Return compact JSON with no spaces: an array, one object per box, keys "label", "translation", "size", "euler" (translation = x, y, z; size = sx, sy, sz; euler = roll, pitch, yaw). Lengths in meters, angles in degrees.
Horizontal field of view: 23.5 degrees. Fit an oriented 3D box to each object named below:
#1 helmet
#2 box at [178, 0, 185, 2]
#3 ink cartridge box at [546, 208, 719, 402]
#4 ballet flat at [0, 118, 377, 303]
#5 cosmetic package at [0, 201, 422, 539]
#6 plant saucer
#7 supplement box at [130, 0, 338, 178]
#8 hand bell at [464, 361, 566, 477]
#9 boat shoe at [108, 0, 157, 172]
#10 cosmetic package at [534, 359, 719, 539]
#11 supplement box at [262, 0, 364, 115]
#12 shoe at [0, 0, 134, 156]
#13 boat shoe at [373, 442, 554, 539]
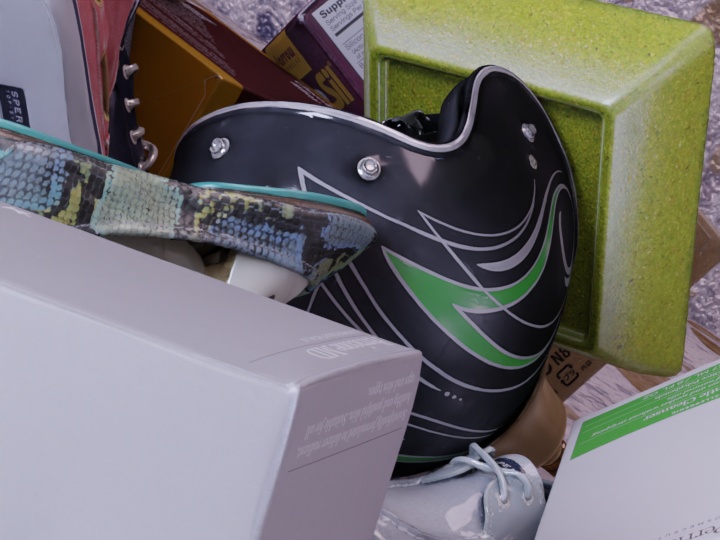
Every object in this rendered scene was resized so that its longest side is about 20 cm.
[{"label":"helmet","translation":[0.000,0.000,0.813],"size":[0.199,0.201,0.191],"euler":[35,41,14]},{"label":"box","translation":[-0.148,-0.223,0.943],"size":[0.078,0.095,0.200],"euler":[36,12,21]},{"label":"ink cartridge box","translation":[0.134,0.011,1.151],"size":[0.075,0.200,0.165],"euler":[46,6,-11]},{"label":"ballet flat","translation":[-0.076,-0.004,0.641],"size":[0.199,0.075,0.074],"euler":[10,21,-38]},{"label":"cosmetic package","translation":[-0.094,0.034,0.492],"size":[0.198,0.091,0.107],"euler":[16,8,17]},{"label":"plant saucer","translation":[0.075,-0.046,0.896],"size":[0.199,0.201,0.048],"euler":[18,35,29]},{"label":"supplement box","translation":[-0.116,-0.076,0.991],"size":[0.197,0.133,0.200],"euler":[38,11,31]},{"label":"hand bell","translation":[0.118,0.114,1.036],"size":[0.200,0.104,0.104],"euler":[43,1,-38]},{"label":"boat shoe","translation":[-0.131,-0.076,0.843],"size":[0.092,0.201,0.075],"euler":[36,-24,-13]},{"label":"cosmetic package","translation":[0.139,0.118,0.735],"size":[0.085,0.107,0.200],"euler":[61,20,-8]},{"label":"supplement box","translation":[0.042,-0.101,1.110],"size":[0.200,0.103,0.131],"euler":[51,-15,-5]},{"label":"shoe","translation":[-0.127,-0.073,0.733],"size":[0.071,0.201,0.091],"euler":[14,45,10]},{"label":"boat shoe","translation":[0.053,0.112,0.785],"size":[0.070,0.072,0.200],"euler":[39,11,35]}]
